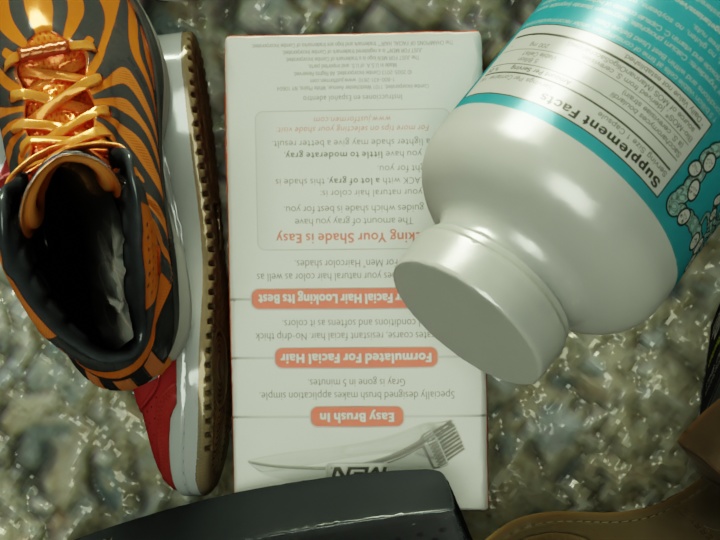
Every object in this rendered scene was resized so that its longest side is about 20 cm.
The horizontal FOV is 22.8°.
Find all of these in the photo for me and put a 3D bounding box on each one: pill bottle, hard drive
[{"bbox_3d":[0.098,-0.053,0.702,0.111,0.111,0.200,39,71,2],"label":"pill bottle"},{"bbox_3d":[-0.039,0.149,0.764,0.199,0.042,0.135,-14,129,12],"label":"hard drive"}]

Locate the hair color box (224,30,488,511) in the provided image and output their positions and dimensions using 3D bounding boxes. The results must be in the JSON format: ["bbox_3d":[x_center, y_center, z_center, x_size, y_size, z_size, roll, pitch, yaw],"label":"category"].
[{"bbox_3d":[0.000,0.000,0.773,0.110,0.064,0.202,0,92,4],"label":"hair color box"}]

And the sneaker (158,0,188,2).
[{"bbox_3d":[-0.017,-0.172,0.759,0.199,0.072,0.072,-22,93,8],"label":"sneaker"}]

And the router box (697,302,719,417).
[{"bbox_3d":[0.229,0.001,0.694,0.149,0.062,0.201,14,138,4],"label":"router box"}]

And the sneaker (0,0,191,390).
[{"bbox_3d":[-0.109,-0.055,0.694,0.077,0.112,0.201,-17,84,-3],"label":"sneaker"}]

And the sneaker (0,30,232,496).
[{"bbox_3d":[-0.116,0.001,0.780,0.112,0.071,0.202,-5,86,2],"label":"sneaker"}]

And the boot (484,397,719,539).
[{"bbox_3d":[0.129,0.145,0.730,0.199,0.155,0.074,-34,47,6],"label":"boot"}]
